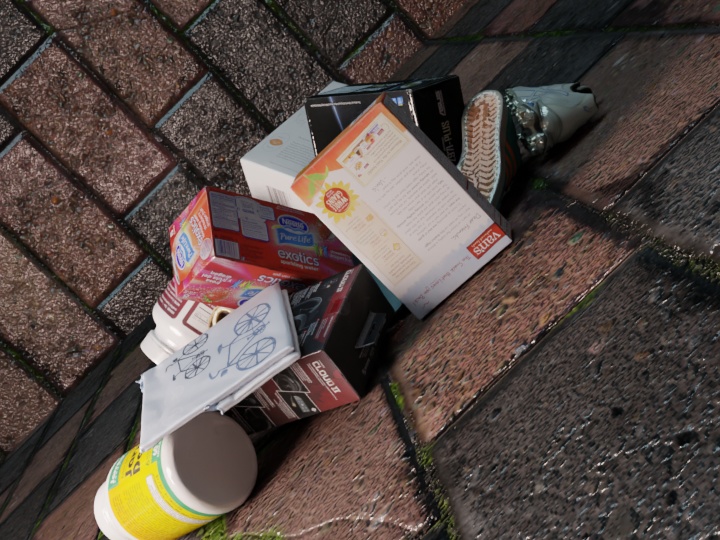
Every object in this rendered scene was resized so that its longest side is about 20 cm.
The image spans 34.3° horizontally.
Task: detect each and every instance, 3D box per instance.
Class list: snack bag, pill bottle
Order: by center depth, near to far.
[{"bbox_3d":[-0.154,0.104,1.241,0.200,0.021,0.189,-34,22,4],"label":"snack bag"},{"bbox_3d":[-0.209,0.235,1.276,0.200,0.113,0.113,-35,15,44],"label":"pill bottle"},{"bbox_3d":[-0.203,0.040,1.553,0.200,0.113,0.113,-55,11,3],"label":"pill bottle"}]

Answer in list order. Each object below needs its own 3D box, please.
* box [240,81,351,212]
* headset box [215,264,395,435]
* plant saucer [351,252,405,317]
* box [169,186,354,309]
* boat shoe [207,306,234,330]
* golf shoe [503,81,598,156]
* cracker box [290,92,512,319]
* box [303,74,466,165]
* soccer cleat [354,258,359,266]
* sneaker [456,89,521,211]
[{"bbox_3d":[-0.045,-0.156,1.598,0.124,0.098,0.200,23,54,36],"label":"box"},{"bbox_3d":[-0.061,0.086,1.267,0.200,0.077,0.149,-21,28,31],"label":"headset box"},{"bbox_3d":[0.027,-0.030,1.362,0.200,0.027,0.201,-23,62,53],"label":"plant saucer"},{"bbox_3d":[-0.113,-0.014,1.364,0.095,0.200,0.100,-41,48,40],"label":"box"},{"bbox_3d":[-0.149,0.071,1.408,0.074,0.069,0.200,-17,30,23],"label":"boat shoe"},{"bbox_3d":[0.229,-0.188,1.387,0.097,0.078,0.200,-23,17,5],"label":"golf shoe"},{"bbox_3d":[0.044,-0.066,1.220,0.134,0.200,0.058,-41,10,18],"label":"cracker box"},{"bbox_3d":[0.037,-0.147,1.441,0.086,0.164,0.200,-24,19,-39],"label":"box"},{"bbox_3d":[0.000,0.000,1.480,0.086,0.070,0.200,-53,14,-31],"label":"soccer cleat"},{"bbox_3d":[0.151,-0.110,1.351,0.071,0.080,0.200,-8,54,33],"label":"sneaker"}]
